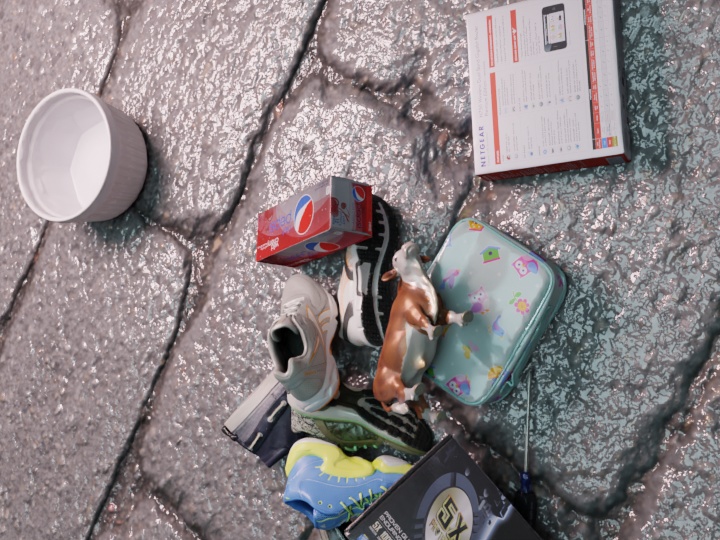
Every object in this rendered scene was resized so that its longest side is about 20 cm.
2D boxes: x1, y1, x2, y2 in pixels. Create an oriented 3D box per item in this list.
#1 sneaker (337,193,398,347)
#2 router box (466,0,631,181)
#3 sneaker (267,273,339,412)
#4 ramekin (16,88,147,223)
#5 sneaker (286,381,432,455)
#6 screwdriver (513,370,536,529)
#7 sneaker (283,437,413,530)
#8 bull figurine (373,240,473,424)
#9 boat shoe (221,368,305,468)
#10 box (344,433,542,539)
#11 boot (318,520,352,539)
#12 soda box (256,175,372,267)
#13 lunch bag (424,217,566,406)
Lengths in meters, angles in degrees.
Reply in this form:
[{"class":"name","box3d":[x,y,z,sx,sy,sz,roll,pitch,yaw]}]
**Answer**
[{"class":"sneaker","box3d":[0.000,0.000,1.067,0.080,0.073,0.203,-16,66,54]},{"class":"router box","box3d":[0.220,-0.220,0.980,0.177,0.049,0.204,-5,84,27]},{"class":"sneaker","box3d":[-0.076,0.069,1.022,0.075,0.092,0.202,-28,44,16]},{"class":"ramekin","box3d":[-0.423,-0.170,1.279,0.197,0.105,0.204,-2,86,27]},{"class":"sneaker","box3d":[-0.005,0.200,1.056,0.197,0.077,0.090,19,123,10]},{"class":"screwdriver","box3d":[0.192,0.220,0.974,0.029,0.028,0.204,-2,89,-2]},{"class":"sneaker","box3d":[-0.005,0.280,1.016,0.197,0.076,0.106,11,52,15]},{"class":"bull figurine","box3d":[0.064,0.072,0.936,0.121,0.064,0.203,32,116,60]},{"class":"boat shoe","box3d":[-0.090,0.172,1.112,0.093,0.075,0.200,43,101,-1]},{"class":"box","box3d":[0.106,0.316,0.918,0.163,0.086,0.200,-39,72,-9]},{"class":"boot","box3d":[0.055,0.350,1.016,0.154,0.073,0.204,-42,74,16]},{"class":"soda box","box3d":[-0.063,-0.057,1.057,0.199,0.063,0.071,-18,67,55]},{"class":"lunch bag","box3d":[0.143,0.055,0.986,0.159,0.077,0.202,33,102,24]}]
